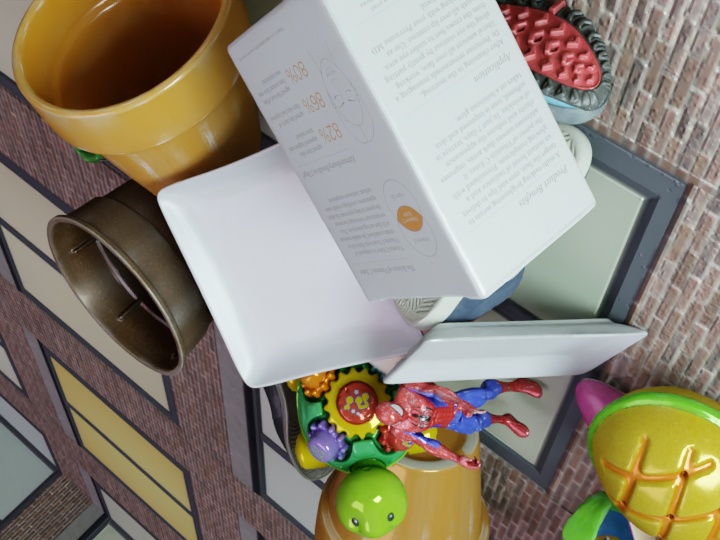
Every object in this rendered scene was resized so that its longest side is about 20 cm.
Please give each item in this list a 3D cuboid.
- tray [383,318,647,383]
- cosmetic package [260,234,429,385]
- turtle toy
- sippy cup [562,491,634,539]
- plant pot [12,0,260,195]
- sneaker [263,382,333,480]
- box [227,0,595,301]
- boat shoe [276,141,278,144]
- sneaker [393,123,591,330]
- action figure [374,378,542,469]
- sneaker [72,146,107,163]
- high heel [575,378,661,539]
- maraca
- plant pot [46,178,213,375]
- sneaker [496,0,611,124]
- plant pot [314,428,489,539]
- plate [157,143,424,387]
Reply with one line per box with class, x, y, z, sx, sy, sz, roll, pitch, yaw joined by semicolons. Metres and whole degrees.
tray;0.123;0.063;0.791;0.108;0.196;0.023;127;139;-59
cosmetic package;0.000;0.000;0.882;0.198;0.087;0.104;34;122;9
turtle toy;0.002;0.149;0.923;0.101;0.142;0.205;71;-170;-83
sippy cup;0.243;0.313;0.946;0.178;0.130;0.140;45;151;2
plant pot;-0.175;-0.161;0.872;0.198;0.201;0.184;28;161;29
sneaker;-0.074;0.120;1.046;0.106;0.074;0.204;28;134;60
box;0.028;-0.093;0.615;0.202;0.106;0.152;60;156;-12
boat shoe;0.026;-0.079;0.827;0.197;0.067;0.074;30;146;5
sneaker;0.112;-0.029;0.748;0.200;0.084;0.076;-46;52;29
action figure;0.101;0.132;0.849;0.098;0.197;0.067;28;107;48
sneaker;-0.261;-0.157;1.087;0.079;0.085;0.199;54;149;-14
high heel;0.237;0.193;0.845;0.201;0.096;0.067;53;150;-11
maraca;0.269;0.170;0.768;0.199;0.107;0.137;40;138;-5
plant pot;-0.192;-0.031;1.034;0.198;0.198;0.202;31;147;23
sneaker;0.095;-0.137;0.674;0.199;0.079;0.096;33;155;41
plant pot;0.055;0.236;1.061;0.198;0.199;0.186;30;130;27
plate;-0.058;-0.007;0.833;0.197;0.032;0.203;-16;107;30
